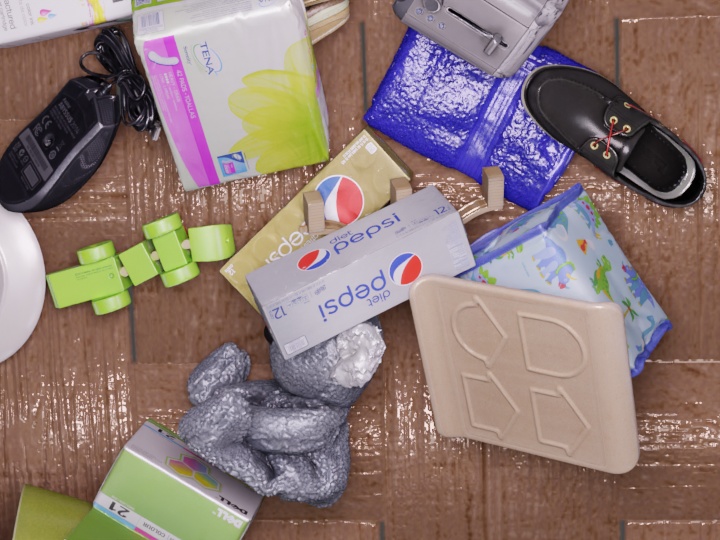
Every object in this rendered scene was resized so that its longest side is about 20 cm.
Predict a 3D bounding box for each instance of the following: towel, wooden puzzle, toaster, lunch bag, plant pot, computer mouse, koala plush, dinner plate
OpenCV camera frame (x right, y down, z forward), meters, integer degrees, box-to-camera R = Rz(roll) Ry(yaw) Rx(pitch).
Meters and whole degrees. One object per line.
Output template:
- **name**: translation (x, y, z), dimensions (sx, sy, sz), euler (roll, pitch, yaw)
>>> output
- **towel**: translation (0.119, -0.161, 1.451), dimensions (0.198, 0.050, 0.149), euler (27, 100, 1)
- **wooden puzzle**: translation (0.153, 0.087, 1.372), dimensions (0.198, 0.046, 0.187), euler (7, 127, 29)
- **toaster**: translation (0.124, -0.268, 1.382), dimensions (0.129, 0.201, 0.114), euler (35, 133, -5)
- **lunch bag**: translation (0.166, 0.041, 1.443), dimensions (0.199, 0.127, 0.171), euler (-32, 95, 39)
- **plant pot**: translation (-0.251, 0.319, 1.508), dimensions (0.198, 0.187, 0.189), euler (9, 100, -9)
- **computer mouse**: translation (-0.273, -0.126, 1.480), dimensions (0.200, 0.053, 0.139), euler (-41, 56, 14)
- **koala plush**: translation (-0.047, 0.106, 1.457), dimensions (0.183, 0.178, 0.201), euler (34, 100, -12)
- **dinner plate**: translation (-0.413, 0.005, 1.529), dimensions (0.198, 0.024, 0.203), euler (2, 99, 13)

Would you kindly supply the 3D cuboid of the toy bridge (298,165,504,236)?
- **toy bridge**: translation (0.038, -0.053, 1.431), dimensions (0.198, 0.027, 0.068), euler (-9, 122, -11)

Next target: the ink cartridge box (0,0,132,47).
- **ink cartridge box**: translation (-0.271, -0.305, 1.449), dimensions (0.198, 0.084, 0.147), euler (-11, 98, 7)

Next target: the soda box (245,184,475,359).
- **soda box**: translation (0.000, 0.000, 1.384), dimensions (0.198, 0.068, 0.064), euler (-26, 121, -7)

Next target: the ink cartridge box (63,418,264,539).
- **ink cartridge box**: translation (-0.182, 0.235, 1.465), dimensions (0.147, 0.200, 0.076), euler (30, 100, 0)

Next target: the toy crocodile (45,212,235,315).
- **toy crocodile**: translation (-0.220, -0.008, 1.508), dimensions (0.198, 0.062, 0.068), euler (-20, 97, 13)

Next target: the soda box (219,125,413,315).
- **soda box**: translation (-0.042, -0.047, 1.477), dimensions (0.200, 0.064, 0.068), euler (-44, 94, 10)

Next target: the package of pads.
- **package of pads**: translation (-0.113, -0.173, 1.399), dimensions (0.153, 0.069, 0.201), euler (-12, 137, 2)

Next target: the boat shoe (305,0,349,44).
- **boat shoe**: translation (-0.093, -0.205, 1.464), dimensions (0.198, 0.072, 0.077), euler (-22, 113, 15)

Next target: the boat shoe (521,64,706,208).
- **boat shoe**: translation (0.239, -0.126, 1.406), dimensions (0.200, 0.063, 0.074), euler (31, 100, -19)

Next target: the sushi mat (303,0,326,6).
- **sushi mat**: translation (-0.101, -0.249, 1.437), dimensions (0.198, 0.096, 0.012), euler (-17, 117, 8)
